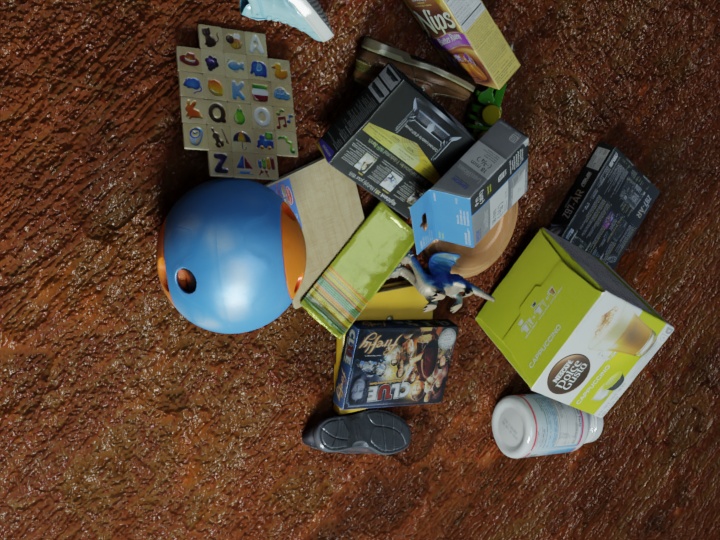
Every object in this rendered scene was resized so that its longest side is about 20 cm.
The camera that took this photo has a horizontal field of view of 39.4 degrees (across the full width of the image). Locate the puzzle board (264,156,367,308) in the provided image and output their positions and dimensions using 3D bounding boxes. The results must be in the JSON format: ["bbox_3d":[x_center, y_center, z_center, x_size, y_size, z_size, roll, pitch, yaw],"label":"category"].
[{"bbox_3d":[-0.062,-0.063,1.492,0.149,0.017,0.203,-27,120,-21],"label":"puzzle board"}]

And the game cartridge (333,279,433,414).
[{"bbox_3d":[0.037,0.120,1.619,0.173,0.032,0.204,-9,115,-30],"label":"game cartridge"}]

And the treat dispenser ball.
[{"bbox_3d":[-0.169,-0.019,1.322,0.198,0.200,0.205,-12,114,-28],"label":"treat dispenser ball"}]

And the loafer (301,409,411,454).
[{"bbox_3d":[-0.007,0.265,1.635,0.197,0.062,0.074,7,74,-39],"label":"loafer"}]

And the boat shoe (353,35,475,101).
[{"bbox_3d":[0.076,-0.278,1.473,0.197,0.072,0.069,16,104,-27],"label":"boat shoe"}]

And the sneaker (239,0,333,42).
[{"bbox_3d":[-0.117,-0.358,1.324,0.081,0.075,0.199,-34,134,19],"label":"sneaker"}]

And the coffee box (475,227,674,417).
[{"bbox_3d":[0.351,0.088,1.677,0.196,0.201,0.201,23,110,-36],"label":"coffee box"}]

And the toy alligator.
[{"bbox_3d":[0.195,-0.255,1.566,0.053,0.059,0.204,10,106,7],"label":"toy alligator"}]

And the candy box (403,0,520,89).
[{"bbox_3d":[0.136,-0.358,1.447,0.057,0.116,0.201,-46,125,-9],"label":"candy box"}]

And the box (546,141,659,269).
[{"bbox_3d":[0.426,-0.098,1.778,0.159,0.043,0.202,32,89,-37],"label":"box"}]

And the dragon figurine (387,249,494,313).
[{"bbox_3d":[0.130,0.009,1.587,0.196,0.101,0.059,-2,147,-28],"label":"dragon figurine"}]

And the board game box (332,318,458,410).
[{"bbox_3d":[0.058,0.148,1.602,0.197,0.034,0.138,0,109,-33],"label":"board game box"}]

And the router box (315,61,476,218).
[{"bbox_3d":[0.056,-0.183,1.453,0.157,0.053,0.199,-45,138,13],"label":"router box"}]

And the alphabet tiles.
[{"bbox_3d":[-0.160,-0.219,1.315,0.164,0.006,0.205,0,79,-33],"label":"alphabet tiles"}]

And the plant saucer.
[{"bbox_3d":[0.179,-0.084,1.631,0.197,0.032,0.205,-13,114,-30],"label":"plant saucer"}]

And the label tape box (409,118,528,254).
[{"bbox_3d":[0.167,-0.107,1.507,0.200,0.063,0.145,-45,155,-15],"label":"label tape box"}]

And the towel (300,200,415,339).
[{"bbox_3d":[0.000,0.000,1.518,0.086,0.018,0.201,40,85,-16],"label":"towel"}]

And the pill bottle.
[{"bbox_3d":[0.343,0.277,1.826,0.197,0.108,0.111,1,107,-34],"label":"pill bottle"}]
